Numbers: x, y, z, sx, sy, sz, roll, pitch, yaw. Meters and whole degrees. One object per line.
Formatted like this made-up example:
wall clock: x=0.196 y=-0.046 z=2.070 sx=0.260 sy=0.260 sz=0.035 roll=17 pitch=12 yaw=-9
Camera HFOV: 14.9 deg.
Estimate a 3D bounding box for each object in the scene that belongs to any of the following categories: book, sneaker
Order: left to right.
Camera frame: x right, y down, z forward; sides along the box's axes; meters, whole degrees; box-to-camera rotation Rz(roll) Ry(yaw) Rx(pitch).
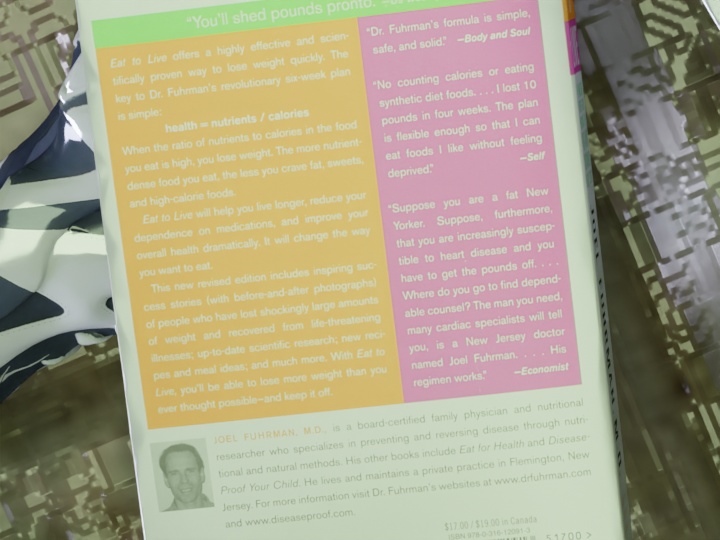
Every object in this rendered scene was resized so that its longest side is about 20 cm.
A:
sneaker: x=-0.058 y=0.004 z=0.849 sx=0.129 sy=0.080 sz=0.200 roll=30 pitch=111 yaw=-10
book: x=0.000 y=0.000 z=0.749 sx=0.133 sy=0.048 sz=0.201 roll=-5 pitch=96 yaw=9

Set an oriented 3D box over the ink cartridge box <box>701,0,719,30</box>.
ink cartridge box: x=0.125 y=-0.128 z=0.741 sx=0.084 sy=0.200 sz=0.146 roll=-31 pitch=96 yaw=19
